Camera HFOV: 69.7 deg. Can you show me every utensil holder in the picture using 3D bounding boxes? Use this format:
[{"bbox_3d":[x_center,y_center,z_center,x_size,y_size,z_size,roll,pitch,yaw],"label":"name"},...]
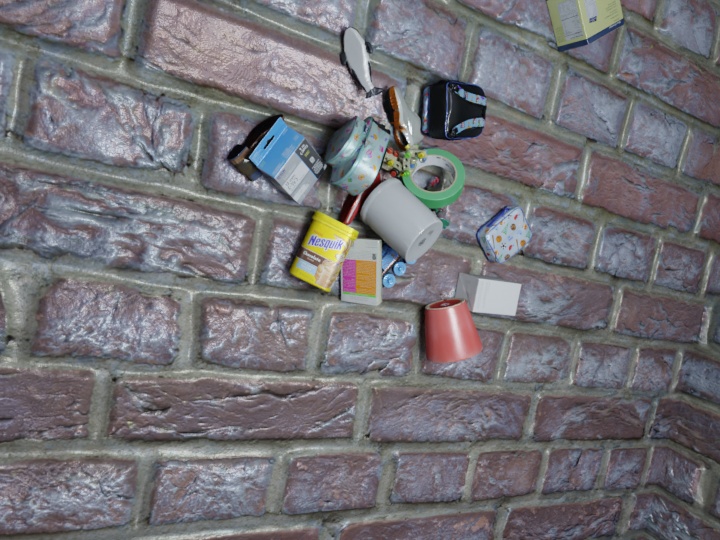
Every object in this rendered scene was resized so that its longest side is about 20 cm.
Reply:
[{"bbox_3d":[0.124,-0.149,1.560,0.169,0.200,0.171,-36,157,-18],"label":"utensil holder"}]

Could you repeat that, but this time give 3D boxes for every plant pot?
[{"bbox_3d":[0.307,0.199,1.778,0.198,0.200,0.180,-15,96,-23],"label":"plant pot"}]

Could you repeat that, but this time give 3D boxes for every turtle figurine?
[{"bbox_3d":[0.241,-0.213,1.685,0.100,0.150,0.202,24,49,-20],"label":"turtle figurine"}]

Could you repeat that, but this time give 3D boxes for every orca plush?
[{"bbox_3d":[0.014,-0.613,1.524,0.201,0.105,0.071,56,33,0],"label":"orca plush"}]

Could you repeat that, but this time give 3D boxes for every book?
[{"bbox_3d":[0.000,0.000,1.615,0.048,0.132,0.203,-26,119,-64],"label":"book"}]

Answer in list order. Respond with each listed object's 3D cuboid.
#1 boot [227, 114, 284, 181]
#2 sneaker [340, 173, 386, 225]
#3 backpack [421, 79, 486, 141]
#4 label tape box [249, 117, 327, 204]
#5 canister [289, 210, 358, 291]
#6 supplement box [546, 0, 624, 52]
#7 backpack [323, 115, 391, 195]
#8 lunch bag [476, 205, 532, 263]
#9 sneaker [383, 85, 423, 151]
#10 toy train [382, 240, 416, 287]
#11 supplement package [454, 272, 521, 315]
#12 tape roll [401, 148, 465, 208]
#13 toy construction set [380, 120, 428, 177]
[{"bbox_3d":[-0.272,-0.343,1.449,0.200,0.075,0.097,-44,132,-10],"label":"boot"},{"bbox_3d":[0.024,-0.213,1.607,0.115,0.078,0.202,29,88,-27],"label":"sneaker"},{"bbox_3d":[0.309,-0.509,1.656,0.198,0.134,0.186,-11,107,-37],"label":"backpack"},{"bbox_3d":[-0.197,-0.301,1.443,0.144,0.066,0.200,-54,146,-7],"label":"label tape box"},{"bbox_3d":[-0.111,-0.056,1.551,0.147,0.087,0.202,25,91,-7],"label":"canister"},{"bbox_3d":[0.786,-0.913,1.811,0.199,0.134,0.202,-32,112,-17],"label":"supplement box"},{"bbox_3d":[-0.015,-0.326,1.486,0.152,0.175,0.203,22,68,-31],"label":"backpack"},{"bbox_3d":[0.523,-0.136,1.873,0.199,0.075,0.161,-40,112,-13],"label":"lunch bag"},{"bbox_3d":[0.139,-0.483,1.620,0.092,0.075,0.202,-34,121,-24],"label":"sneaker"},{"bbox_3d":[0.096,-0.035,1.674,0.200,0.087,0.114,-45,112,-8],"label":"toy train"},{"bbox_3d":[0.455,0.085,1.855,0.197,0.121,0.122,7,97,-26],"label":"supplement package"},{"bbox_3d":[0.229,-0.292,1.635,0.199,0.201,0.048,-37,157,-15],"label":"tape roll"},{"bbox_3d":[0.107,-0.362,1.579,0.092,0.200,0.132,-33,157,-38],"label":"toy construction set"}]
